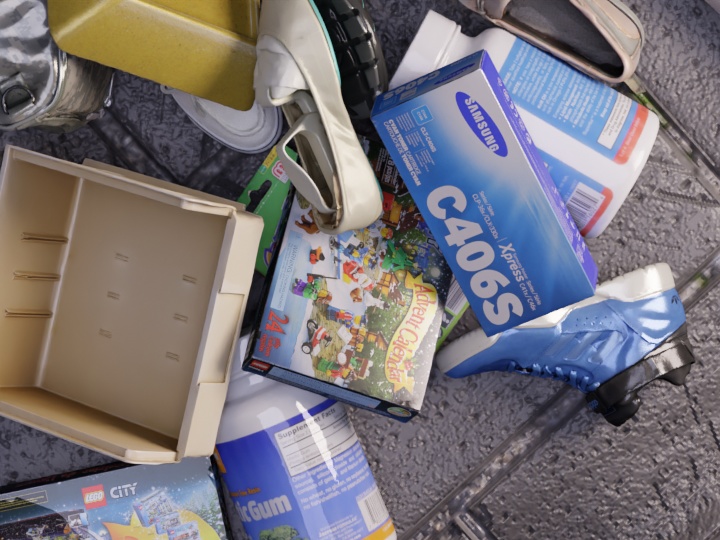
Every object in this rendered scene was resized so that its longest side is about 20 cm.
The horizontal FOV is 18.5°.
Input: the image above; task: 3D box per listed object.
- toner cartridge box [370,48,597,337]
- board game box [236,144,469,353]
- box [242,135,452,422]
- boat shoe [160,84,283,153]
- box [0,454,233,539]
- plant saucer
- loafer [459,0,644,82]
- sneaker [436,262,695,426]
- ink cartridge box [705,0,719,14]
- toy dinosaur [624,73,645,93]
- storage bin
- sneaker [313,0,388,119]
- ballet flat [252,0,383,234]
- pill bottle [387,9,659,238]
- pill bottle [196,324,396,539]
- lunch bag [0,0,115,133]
[{"bbox_3d":[0.094,-0.055,1.652,0.094,0.043,0.201,-23,111,18],"label":"toner cartridge box"},{"bbox_3d":[-0.010,-0.008,1.760,0.199,0.030,0.096,35,94,-5],"label":"board game box"},{"bbox_3d":[0.000,0.000,1.697,0.135,0.038,0.202,18,69,-10],"label":"box"},{"bbox_3d":[-0.132,-0.176,1.714,0.074,0.086,0.203,-34,94,4],"label":"boat shoe"},{"bbox_3d":[-0.202,0.227,1.780,0.198,0.038,0.138,-12,96,2],"label":"box"},{"bbox_3d":[-0.142,-0.238,1.632,0.048,0.199,0.202,-20,65,39],"label":"plant saucer"},{"bbox_3d":[0.129,-0.209,1.679,0.199,0.063,0.072,30,119,-8],"label":"loafer"},{"bbox_3d":[0.166,0.077,1.741,0.198,0.077,0.112,-19,86,-4],"label":"sneaker"},{"bbox_3d":[0.368,-0.199,1.715,0.200,0.068,0.115,41,95,-4],"label":"ink cartridge box"},{"bbox_3d":[0.166,-0.229,1.728,0.087,0.047,0.202,-12,99,-5],"label":"toy dinosaur"},{"bbox_3d":[-0.191,0.027,1.689,0.197,0.093,0.202,17,96,33],"label":"storage bin"},{"bbox_3d":[-0.023,-0.213,1.669,0.075,0.079,0.201,-18,101,33],"label":"sneaker"},{"bbox_3d":[-0.041,-0.118,1.629,0.069,0.070,0.201,-22,102,3],"label":"ballet flat"},{"bbox_3d":[0.120,-0.118,1.705,0.199,0.112,0.113,30,95,-2],"label":"pill bottle"},{"bbox_3d":[-0.057,0.142,1.732,0.111,0.112,0.201,-23,94,3],"label":"pill bottle"},{"bbox_3d":[-0.261,-0.184,1.662,0.138,0.200,0.169,-22,92,6],"label":"lunch bag"}]
